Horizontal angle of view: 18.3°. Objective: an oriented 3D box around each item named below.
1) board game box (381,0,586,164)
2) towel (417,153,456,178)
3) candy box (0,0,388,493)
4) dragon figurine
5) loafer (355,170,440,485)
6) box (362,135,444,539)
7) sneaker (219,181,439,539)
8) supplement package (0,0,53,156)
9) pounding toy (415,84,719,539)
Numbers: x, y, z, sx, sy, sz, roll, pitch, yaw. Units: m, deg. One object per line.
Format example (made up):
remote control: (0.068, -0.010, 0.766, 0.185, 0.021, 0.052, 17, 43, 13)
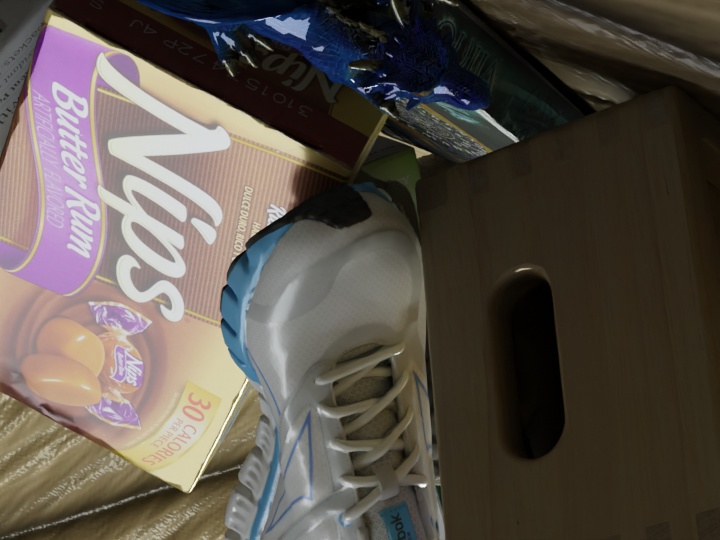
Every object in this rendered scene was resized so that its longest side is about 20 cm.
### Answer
board game box: (0.018, -0.076, 0.842, 0.135, 0.028, 0.200, 25, 176, 33)
towel: (0.063, 0.031, 1.083, 0.201, 0.034, 0.132, 60, -155, 8)
candy box: (-0.075, -0.016, 0.816, 0.116, 0.057, 0.200, 29, 138, 0)
dragon figurine: (-0.033, -0.094, 0.665, 0.199, 0.059, 0.099, 25, 177, 24)
loafer: (0.000, 0.000, 0.872, 0.067, 0.076, 0.200, -17, -128, -35)
box: (0.002, 0.029, 1.017, 0.144, 0.036, 0.201, 25, 135, 61)
sneaker: (0.001, 0.060, 0.768, 0.087, 0.075, 0.201, 51, 153, 40)
supplement package: (-0.150, -0.092, 0.889, 0.120, 0.121, 0.200, 45, -177, 15)
pounding toy: (0.096, 0.041, 0.778, 0.142, 0.201, 0.184, -20, 150, 29)
